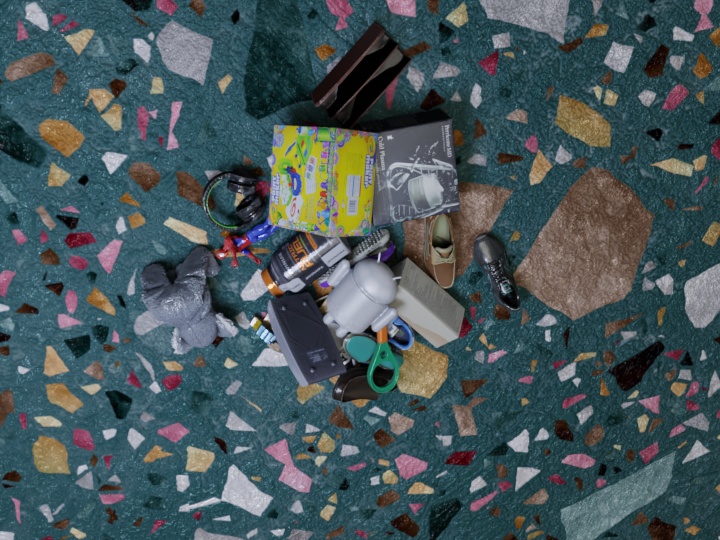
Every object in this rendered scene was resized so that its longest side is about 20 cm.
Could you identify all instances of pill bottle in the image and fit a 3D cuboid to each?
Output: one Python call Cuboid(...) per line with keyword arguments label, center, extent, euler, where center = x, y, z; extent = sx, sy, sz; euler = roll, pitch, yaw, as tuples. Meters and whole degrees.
Cuboid(label="pill bottle", center=(-0.125, -0.024, 1.624), extent=(0.199, 0.107, 0.107), euler=(-37, 111, 8))

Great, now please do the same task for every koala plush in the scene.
Cuboid(label="koala plush", center=(-0.373, 0.092, 1.614), extent=(0.174, 0.185, 0.203), euler=(-19, 125, 1))

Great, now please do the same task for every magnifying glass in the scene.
Cuboid(label="magnifying glass", center=(0.050, 0.182, 1.677), extent=(0.078, 0.022, 0.205), euler=(-10, 109, -26))

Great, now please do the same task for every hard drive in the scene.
Cuboid(label="hard drive", center=(-0.121, 0.150, 1.598), extent=(0.042, 0.133, 0.203), euler=(-39, 71, 39))

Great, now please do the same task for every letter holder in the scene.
Cuboid(label="letter holder", center=(0.004, -0.383, 1.480), extent=(0.100, 0.143, 0.200), euler=(41, 101, -20))

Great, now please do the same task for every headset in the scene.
Cuboid(label="headset", center=(-0.237, -0.157, 1.563), extent=(0.197, 0.094, 0.126), euler=(-24, 114, -16))

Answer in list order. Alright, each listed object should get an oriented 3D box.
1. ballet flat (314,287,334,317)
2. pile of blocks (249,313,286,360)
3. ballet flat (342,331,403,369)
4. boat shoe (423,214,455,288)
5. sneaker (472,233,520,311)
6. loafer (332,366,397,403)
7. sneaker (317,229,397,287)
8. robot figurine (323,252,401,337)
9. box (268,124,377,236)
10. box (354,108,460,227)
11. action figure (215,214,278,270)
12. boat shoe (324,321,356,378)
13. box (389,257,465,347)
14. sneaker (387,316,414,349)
Cuboid(label="ballet flat", center=(-0.116, 0.117, 1.714), extent=(0.199, 0.069, 0.063), euler=(-40, 83, 6))
Cuboid(label="pile of blocks", center=(-0.177, 0.146, 1.655), extent=(0.063, 0.199, 0.082), euler=(-55, 152, 2))
Cuboid(label="ballet flat", center=(0.019, 0.180, 1.718), extent=(0.074, 0.075, 0.199), euler=(-48, 132, 12))
Cuboid(label="boat shoe", center=(0.181, -0.051, 1.670), extent=(0.074, 0.074, 0.204), euler=(-12, 112, -2))
Cuboid(label="sneaker", center=(0.326, 0.007, 1.710), extent=(0.074, 0.080, 0.202), euler=(-29, 111, 5))
Cuboid(label="loafer", center=(0.017, 0.268, 1.723), extent=(0.198, 0.071, 0.074), euler=(-11, 124, -44))
Cuboid(label="sneaker", center=(0.000, 0.000, 1.669), extent=(0.198, 0.070, 0.100), euler=(-31, 114, 6))
Cuboid(label="robot figurine", center=(0.004, 0.056, 1.602), extent=(0.169, 0.113, 0.200), euler=(42, 114, -3))
Cuboid(label="box", center=(-0.078, -0.182, 1.473), extent=(0.121, 0.190, 0.205), euler=(-4, 103, -46))
Cuboid(label="box", center=(0.099, -0.220, 1.569), extent=(0.192, 0.124, 0.204), euler=(-11, 113, -5))
Cuboid(label="action figure", center=(-0.222, -0.056, 1.603), extent=(0.197, 0.100, 0.065), euler=(-25, 154, 5))
Cuboid(label="boat shoe", center=(-0.046, 0.191, 1.710), extent=(0.073, 0.066, 0.202), euler=(-30, 132, -4))
Cuboid(label="box", center=(0.142, 0.075, 1.693), extent=(0.199, 0.096, 0.077), euler=(41, 136, -18))
Cuboid(label="sneaker", center=(0.057, 0.110, 1.713), extent=(0.199, 0.083, 0.074), euler=(40, 104, -18))
